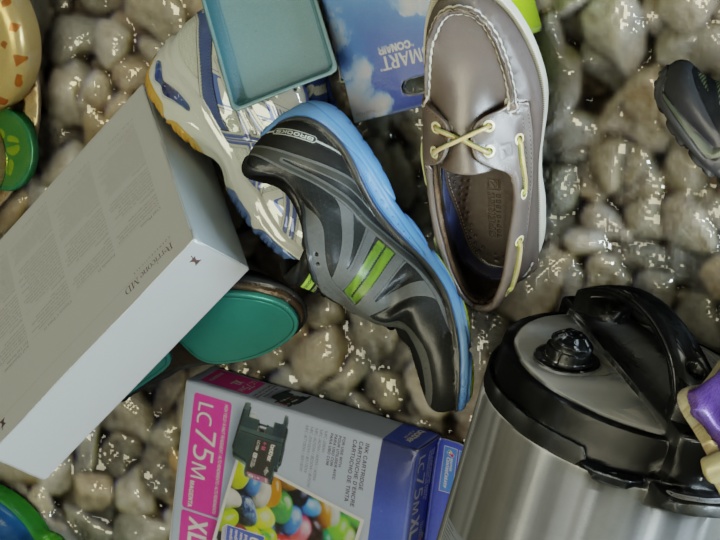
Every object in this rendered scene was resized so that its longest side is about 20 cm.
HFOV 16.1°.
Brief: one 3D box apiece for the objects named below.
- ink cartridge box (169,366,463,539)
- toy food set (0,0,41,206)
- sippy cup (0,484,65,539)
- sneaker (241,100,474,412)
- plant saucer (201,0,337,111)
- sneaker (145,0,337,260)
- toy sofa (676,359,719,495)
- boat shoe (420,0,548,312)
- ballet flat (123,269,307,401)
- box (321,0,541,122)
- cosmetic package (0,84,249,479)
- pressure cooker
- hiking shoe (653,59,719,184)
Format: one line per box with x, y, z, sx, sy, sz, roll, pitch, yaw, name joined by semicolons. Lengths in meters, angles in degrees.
-0.023;0.144;1.598;0.199;0.042;0.120;14;109;21;ink cartridge box
-0.291;-0.115;1.660;0.199;0.049;0.199;14;108;22;toy food set
-0.285;0.221;1.693;0.139;0.130;0.178;41;117;12;sippy cup
0.000;0.000;1.476;0.082;0.071;0.200;-33;87;-10;sneaker
-0.069;-0.197;1.514;0.070;0.019;0.201;-20;78;16;plant saucer
-0.042;-0.078;1.531;0.200;0.075;0.088;47;115;7;sneaker
0.247;0.065;1.352;0.082;0.200;0.098;-24;96;29;toy sofa
0.067;-0.069;1.448;0.071;0.060;0.201;6;128;18;boat shoe
-0.112;0.028;1.595;0.199;0.073;0.073;-22;92;33;ballet flat
0.027;-0.198;1.481;0.121;0.048;0.201;-11;98;29;box
-0.164;0.007;1.567;0.200;0.052;0.151;-45;38;22;cosmetic package
0.142;0.113;1.428;0.175;0.178;0.201;23;112;23;pressure cooker
0.258;-0.072;1.394;0.199;0.076;0.101;33;107;6;hiking shoe
